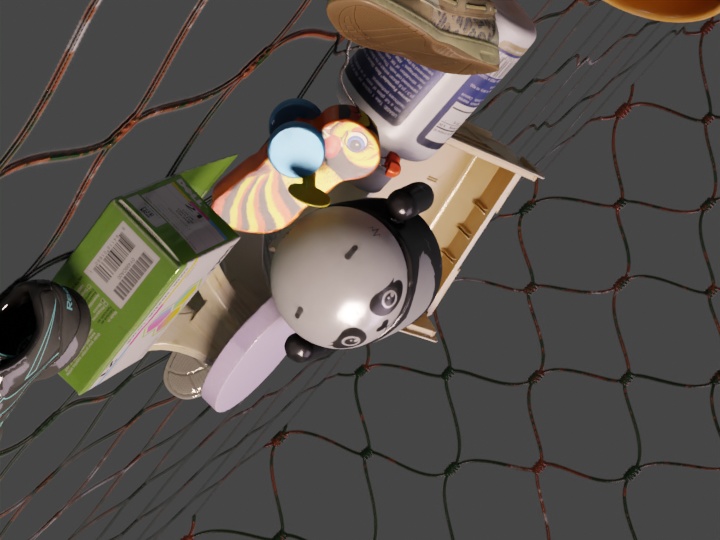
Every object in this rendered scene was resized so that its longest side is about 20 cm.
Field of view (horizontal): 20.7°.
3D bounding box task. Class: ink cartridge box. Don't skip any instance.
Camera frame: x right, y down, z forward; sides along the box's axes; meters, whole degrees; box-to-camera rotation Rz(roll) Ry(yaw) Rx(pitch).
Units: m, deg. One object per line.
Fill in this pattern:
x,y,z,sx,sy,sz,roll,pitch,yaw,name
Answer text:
-0.157,-0.003,1.547,0.148,0.076,0.200,-49,171,27,ink cartridge box

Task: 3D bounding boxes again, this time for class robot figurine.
0.001,0.002,1.689,0.124,0.151,0.200,-1,-175,18,robot figurine

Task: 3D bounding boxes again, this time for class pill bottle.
0.048,-0.166,1.699,0.200,0.111,0.111,-48,173,19,pill bottle

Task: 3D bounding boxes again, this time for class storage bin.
0.047,-0.052,1.907,0.198,0.094,0.200,19,110,-39,storage bin

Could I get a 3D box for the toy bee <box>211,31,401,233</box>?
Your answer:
-0.026,-0.092,1.606,0.200,0.109,0.131,-40,-158,40,toy bee

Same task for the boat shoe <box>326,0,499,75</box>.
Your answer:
0.042,-0.202,1.537,0.200,0.073,0.063,16,78,-56,boat shoe

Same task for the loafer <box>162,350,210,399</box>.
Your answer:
-0.131,0.057,2.105,0.200,0.072,0.063,-49,180,-1,loafer

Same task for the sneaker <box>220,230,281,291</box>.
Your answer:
-0.108,0.018,1.997,0.200,0.073,0.114,-41,174,-38,sneaker

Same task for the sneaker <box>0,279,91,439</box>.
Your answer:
-0.279,0.084,1.413,0.200,0.075,0.079,-53,163,-6,sneaker

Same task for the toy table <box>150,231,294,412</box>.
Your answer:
-0.128,0.040,1.805,0.184,0.117,0.200,-41,171,-32,toy table

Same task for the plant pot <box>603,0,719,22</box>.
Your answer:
0.279,-0.355,1.745,0.184,0.200,0.200,-59,179,-23,plant pot

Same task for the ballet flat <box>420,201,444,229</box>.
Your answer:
0.087,-0.091,2.071,0.062,0.067,0.200,-59,-178,29,ballet flat
